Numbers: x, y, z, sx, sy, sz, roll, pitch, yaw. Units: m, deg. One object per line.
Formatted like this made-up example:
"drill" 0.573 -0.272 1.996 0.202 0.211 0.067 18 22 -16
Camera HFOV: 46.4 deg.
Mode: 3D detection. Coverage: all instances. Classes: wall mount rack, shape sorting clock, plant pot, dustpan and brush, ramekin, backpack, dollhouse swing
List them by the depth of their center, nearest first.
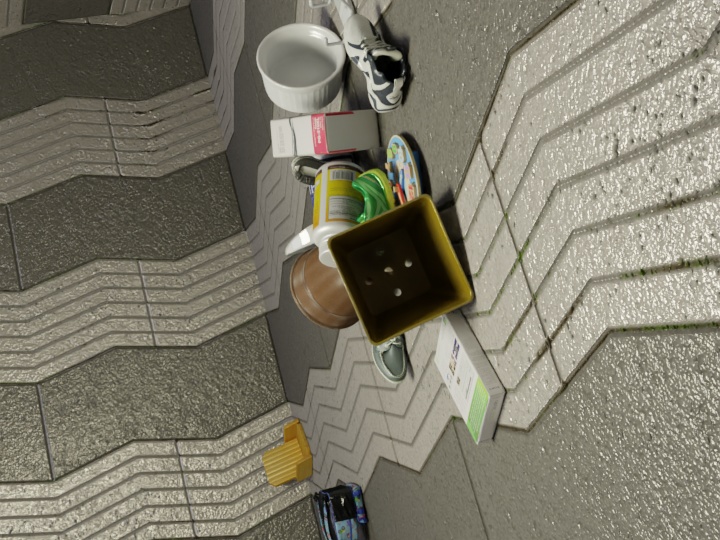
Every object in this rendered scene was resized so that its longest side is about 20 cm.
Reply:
"plant pot" 0.060 0.000 1.515 0.176 0.198 0.202 172 74 -84
"shape sorting clock" 0.082 -0.161 1.628 0.200 0.039 0.203 168 90 -74
"wall mount rack" -0.059 -0.577 1.763 0.174 0.074 0.202 108 146 -61
"plant pot" -0.025 0.001 1.837 0.198 0.198 0.202 -40 62 53
"ramekin" -0.132 -0.454 1.900 0.098 0.198 0.202 91 161 -59
"dustpan and brush" -0.079 -0.099 1.908 0.199 0.138 0.058 -26 81 53
"backpack" -0.055 0.778 2.617 0.183 0.133 0.203 139 119 -72
"dollhouse swing" -0.306 0.746 3.414 0.201 0.174 0.183 -116 21 -44

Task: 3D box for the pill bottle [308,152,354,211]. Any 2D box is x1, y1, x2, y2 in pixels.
"pill bottle" -0.068 -0.227 1.963 0.120 0.118 0.203 165 93 -74

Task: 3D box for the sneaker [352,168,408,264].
"sneaker" 0.037 -0.095 1.642 0.074 0.083 0.202 147 104 -81

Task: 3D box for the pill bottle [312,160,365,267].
"pill bottle" -0.042 -0.112 1.697 0.110 0.108 0.202 110 164 -62

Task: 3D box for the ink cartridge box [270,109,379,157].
"ink cartridge box" -0.079 -0.291 1.784 0.199 0.144 0.086 6 104 50

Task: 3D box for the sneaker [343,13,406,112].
"sneaker" 0.033 -0.407 1.553 0.130 0.079 0.202 134 123 -70

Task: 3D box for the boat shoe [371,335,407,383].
"boat shoe" 0.060 0.153 1.878 0.062 0.072 0.202 100 159 -61

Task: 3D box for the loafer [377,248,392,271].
"loafer" 0.048 -0.090 1.751 0.068 0.075 0.203 120 145 -69

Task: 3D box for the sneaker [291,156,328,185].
"sneaker" -0.061 -0.214 1.858 0.076 0.198 0.115 -66 19 14

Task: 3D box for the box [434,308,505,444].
"box" 0.192 0.188 1.503 0.145 0.036 0.201 95 159 -45
